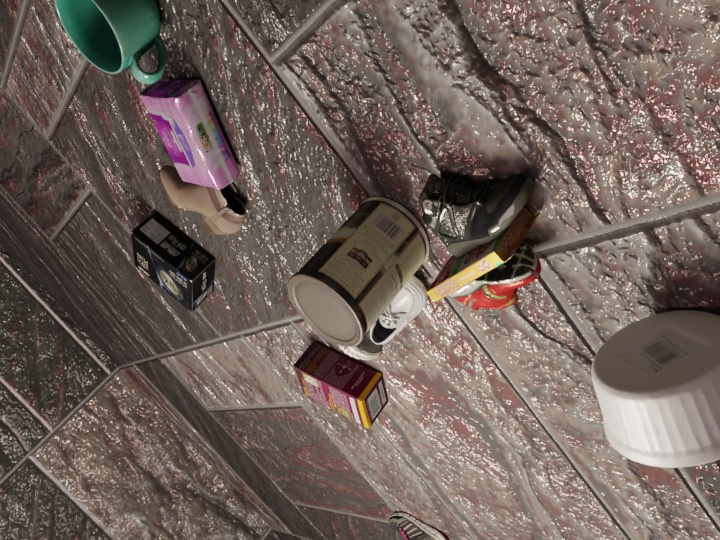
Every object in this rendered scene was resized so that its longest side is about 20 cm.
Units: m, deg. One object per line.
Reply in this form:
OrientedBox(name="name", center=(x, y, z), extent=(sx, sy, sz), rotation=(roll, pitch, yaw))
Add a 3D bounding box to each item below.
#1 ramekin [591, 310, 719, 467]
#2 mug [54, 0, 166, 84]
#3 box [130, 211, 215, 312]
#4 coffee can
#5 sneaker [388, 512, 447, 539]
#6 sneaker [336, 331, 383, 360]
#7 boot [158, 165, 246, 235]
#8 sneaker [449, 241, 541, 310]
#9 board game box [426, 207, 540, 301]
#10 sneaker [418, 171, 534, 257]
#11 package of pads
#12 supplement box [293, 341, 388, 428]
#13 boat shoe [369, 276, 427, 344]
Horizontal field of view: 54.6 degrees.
OrientedBox(name="ramekin", center=(0.385, 0.136, 0.861), extent=(0.199, 0.200, 0.099), rotation=(-5, 119, 50))
OrientedBox(name="mug", center=(-0.399, -0.409, 1.155), extent=(0.151, 0.115, 0.187), rotation=(13, 139, 38))
OrientedBox(name="box", center=(-0.462, -0.019, 1.725), extent=(0.199, 0.086, 0.164), rotation=(38, 149, 8))
OrientedBox(name="coffee can", center=(0.000, 0.000, 1.118), extent=(0.145, 0.200, 0.147), rotation=(28, 146, 21))
OrientedBox(name="sneaker", center=(0.148, 0.756, 1.974), extent=(0.198, 0.088, 0.074), rotation=(12, 138, 40))
OrientedBox(name="sneaker", center=(-0.026, 0.097, 1.384), extent=(0.200, 0.078, 0.082), rotation=(48, 147, -9))
OrientedBox(name="boot", center=(-0.315, -0.158, 1.422), extent=(0.200, 0.070, 0.146), rotation=(49, 142, -12))
OrientedBox(name="sneaker", center=(0.211, 0.016, 1.041), extent=(0.085, 0.078, 0.200), rotation=(37, 157, -14))
OrientedBox(name="board game box", center=(0.172, -0.023, 0.997), extent=(0.030, 0.096, 0.200), rotation=(43, 149, -8))
OrientedBox(name="sneaker", center=(0.147, -0.094, 0.958), extent=(0.114, 0.077, 0.199), rotation=(40, 155, -9))
OrientedBox(name="package of pads", center=(-0.312, -0.250, 1.287), extent=(0.119, 0.076, 0.202), rotation=(14, 138, 36))
OrientedBox(name="supplement box", center=(-0.045, 0.259, 1.591), extent=(0.198, 0.086, 0.111), rotation=(22, 144, 30))
OrientedBox(name="boat shoe", center=(0.060, 0.076, 1.269), extent=(0.072, 0.069, 0.200), rotation=(41, 149, 2))
